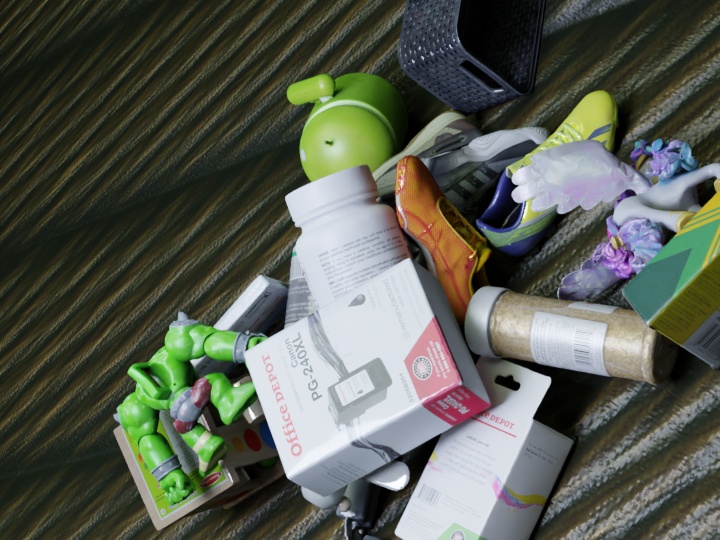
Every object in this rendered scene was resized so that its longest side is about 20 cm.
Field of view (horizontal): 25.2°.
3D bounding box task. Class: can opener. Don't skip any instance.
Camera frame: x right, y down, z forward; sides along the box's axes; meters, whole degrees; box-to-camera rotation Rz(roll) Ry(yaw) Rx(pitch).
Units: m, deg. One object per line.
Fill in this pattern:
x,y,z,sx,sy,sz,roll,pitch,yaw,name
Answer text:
0.007,0.253,1.686,0.066,0.053,0.202,4,66,16,can opener

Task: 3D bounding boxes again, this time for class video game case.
-0.120,0.073,1.838,0.018,0.200,0.143,44,97,18,video game case

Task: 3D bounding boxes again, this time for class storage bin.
0.130,-0.296,1.837,0.093,0.135,0.201,-15,55,43,storage bin

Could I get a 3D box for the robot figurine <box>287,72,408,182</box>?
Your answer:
-0.007,-0.159,1.891,0.115,0.176,0.200,-24,21,21,robot figurine

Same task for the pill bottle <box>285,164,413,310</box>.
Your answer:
0.000,0.000,1.671,0.113,0.113,0.201,-22,88,39,pill bottle

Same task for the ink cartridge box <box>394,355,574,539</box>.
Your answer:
0.128,0.193,1.559,0.117,0.067,0.201,19,82,55,ink cartridge box

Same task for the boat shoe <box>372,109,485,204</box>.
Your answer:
0.063,-0.096,1.817,0.201,0.072,0.066,-46,41,-8,boat shoe

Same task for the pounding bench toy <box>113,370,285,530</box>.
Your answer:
-0.139,0.180,1.799,0.199,0.156,0.125,-34,76,29,pounding bench toy

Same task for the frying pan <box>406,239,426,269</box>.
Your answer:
0.052,0.018,1.807,0.115,0.031,0.190,-51,34,14,frying pan

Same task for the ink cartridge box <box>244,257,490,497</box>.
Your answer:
0.004,0.105,1.552,0.199,0.083,0.146,-30,62,14,ink cartridge box

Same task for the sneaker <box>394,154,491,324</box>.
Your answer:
0.095,-0.036,1.672,0.077,0.201,0.073,-12,28,32,sneaker

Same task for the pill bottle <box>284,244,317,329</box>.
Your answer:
-0.029,0.074,1.770,0.113,0.113,0.202,-6,74,47,pill bottle

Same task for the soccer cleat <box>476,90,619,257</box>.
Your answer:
0.196,-0.106,1.671,0.201,0.083,0.065,-55,37,6,soccer cleat

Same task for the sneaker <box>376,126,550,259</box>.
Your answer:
0.124,-0.081,1.751,0.199,0.075,0.115,-19,89,4,sneaker

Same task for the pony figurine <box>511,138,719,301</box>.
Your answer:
0.264,-0.052,1.516,0.192,0.167,0.200,-27,27,-7,pony figurine

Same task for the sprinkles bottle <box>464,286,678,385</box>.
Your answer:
0.198,0.061,1.523,0.199,0.068,0.069,9,71,34,sprinkles bottle

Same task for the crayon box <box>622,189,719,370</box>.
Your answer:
0.339,-0.016,1.403,0.200,0.127,0.051,-47,45,15,crayon box

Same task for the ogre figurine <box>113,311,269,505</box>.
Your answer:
-0.177,0.131,1.673,0.120,0.098,0.201,37,123,12,ogre figurine

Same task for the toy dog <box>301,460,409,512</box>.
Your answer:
0.039,0.173,1.628,0.200,0.096,0.132,-43,9,13,toy dog
